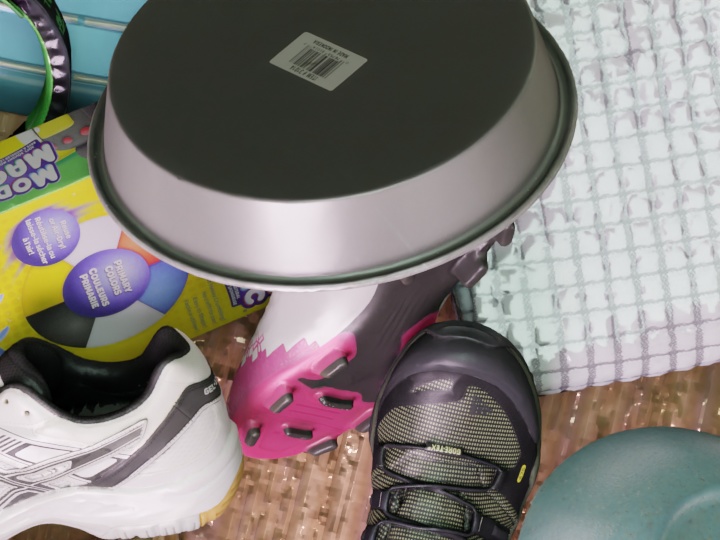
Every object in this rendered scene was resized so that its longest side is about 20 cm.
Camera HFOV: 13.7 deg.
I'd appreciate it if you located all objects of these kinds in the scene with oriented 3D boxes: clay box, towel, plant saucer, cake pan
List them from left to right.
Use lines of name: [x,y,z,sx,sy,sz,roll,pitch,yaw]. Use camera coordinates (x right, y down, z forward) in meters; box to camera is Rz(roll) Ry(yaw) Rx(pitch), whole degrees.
clay box: [-0.106,-0.014,1.276,0.200,0.115,0.048,-23,46,-4]
cake pan: [-0.014,-0.073,1.200,0.200,0.037,0.200,-5,44,5]
towel: [0.109,-0.051,1.311,0.166,0.086,0.200,-10,87,-1]
plant saucer: [0.162,0.149,1.273,0.201,0.039,0.201,14,56,-21]

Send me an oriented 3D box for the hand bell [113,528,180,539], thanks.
hand bell: [-0.187,0.140,1.288,0.200,0.104,0.104,9,86,9]

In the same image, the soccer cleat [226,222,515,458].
soccer cleat: [0.000,0.000,1.275,0.070,0.200,0.086,7,48,-35]

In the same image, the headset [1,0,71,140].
headset: [-0.211,-0.054,1.267,0.200,0.094,0.124,-40,119,21]

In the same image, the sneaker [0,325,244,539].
sneaker: [-0.152,0.068,1.251,0.200,0.076,0.088,-11,120,1]

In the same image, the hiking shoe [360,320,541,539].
hiking shoe: [0.033,0.120,1.250,0.076,0.101,0.200,8,119,-1]

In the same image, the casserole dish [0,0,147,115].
casserole dish: [-0.120,-0.126,1.318,0.200,0.039,0.121,10,86,-3]
